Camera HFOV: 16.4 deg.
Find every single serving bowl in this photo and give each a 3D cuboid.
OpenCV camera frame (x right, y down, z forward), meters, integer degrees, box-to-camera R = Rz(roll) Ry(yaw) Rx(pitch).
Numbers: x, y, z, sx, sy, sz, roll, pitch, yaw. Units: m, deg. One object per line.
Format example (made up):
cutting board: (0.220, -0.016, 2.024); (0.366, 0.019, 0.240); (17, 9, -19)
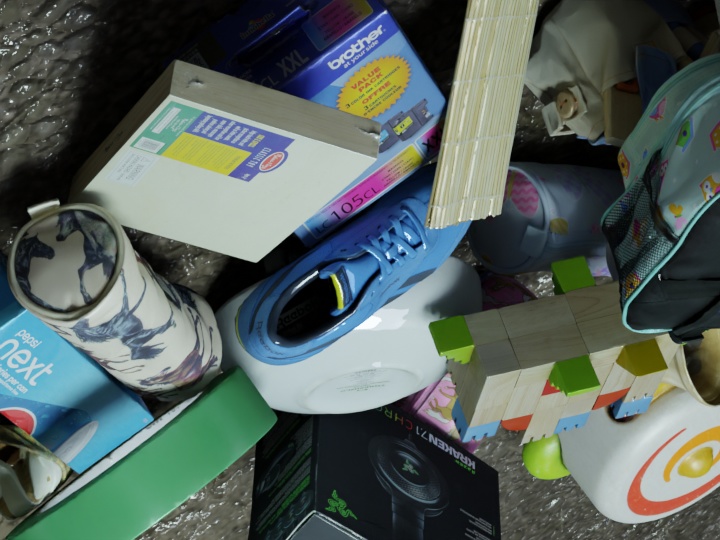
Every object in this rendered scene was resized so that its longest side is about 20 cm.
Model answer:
serving bowl: (-0.005, 0.056, 1.770); (0.200, 0.066, 0.200); (-11, 157, -5)

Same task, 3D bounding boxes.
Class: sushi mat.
sushi mat: (0.085, -0.124, 1.628); (0.096, 0.012, 0.200); (-18, 122, -58)

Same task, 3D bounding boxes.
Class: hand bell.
hand bell: (0.185, 0.063, 1.960); (0.200, 0.104, 0.104); (-7, 164, 33)

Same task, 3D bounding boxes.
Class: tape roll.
tape roll: (-0.150, 0.142, 1.706); (0.200, 0.048, 0.200); (-37, -178, 2)

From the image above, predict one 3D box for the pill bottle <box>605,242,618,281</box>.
pill bottle: (0.260, -0.061, 1.817); (0.109, 0.109, 0.200); (99, 17, -50)

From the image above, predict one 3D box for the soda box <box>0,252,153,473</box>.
soda box: (-0.215, 0.061, 1.648); (0.068, 0.064, 0.200); (-36, 148, 2)

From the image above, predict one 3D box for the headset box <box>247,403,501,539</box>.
headset box: (0.011, 0.195, 1.850); (0.174, 0.200, 0.093); (33, 117, -16)

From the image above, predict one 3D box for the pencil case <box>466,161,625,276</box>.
pencil case: (0.168, -0.033, 1.857); (0.200, 0.091, 0.083); (4, 132, -45)

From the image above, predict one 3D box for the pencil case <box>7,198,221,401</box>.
pencil case: (-0.157, 0.020, 1.602); (0.078, 0.090, 0.200); (-33, 155, 4)

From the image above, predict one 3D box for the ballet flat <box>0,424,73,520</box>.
ballet flat: (-0.254, 0.137, 1.713); (0.071, 0.071, 0.200); (-42, 148, 11)

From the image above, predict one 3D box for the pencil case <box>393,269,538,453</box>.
pencil case: (0.074, 0.095, 1.949); (0.086, 0.083, 0.200); (29, 122, -8)

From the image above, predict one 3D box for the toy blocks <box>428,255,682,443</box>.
toy blocks: (0.139, 0.070, 1.766); (0.200, 0.100, 0.137); (-12, 152, -16)

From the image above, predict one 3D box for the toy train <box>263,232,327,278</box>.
toy train: (0.000, 0.000, 1.787); (0.034, 0.046, 0.200); (-27, 153, 33)

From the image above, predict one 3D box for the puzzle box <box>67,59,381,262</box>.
puzzle box: (-0.085, -0.062, 1.509); (0.133, 0.025, 0.200); (17, 156, -19)

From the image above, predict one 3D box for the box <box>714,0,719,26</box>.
box: (0.283, -0.172, 1.713); (0.041, 0.156, 0.200); (-15, 154, 17)

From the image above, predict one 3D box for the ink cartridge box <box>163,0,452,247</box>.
ink cartridge box: (-0.031, -0.116, 1.572); (0.136, 0.076, 0.200); (-37, 147, 3)

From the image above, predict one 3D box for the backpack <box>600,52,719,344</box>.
backpack: (0.262, -0.056, 1.590); (0.176, 0.154, 0.200); (4, 153, -18)

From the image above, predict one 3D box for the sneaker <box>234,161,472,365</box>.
sneaker: (0.007, -0.004, 1.647); (0.200, 0.066, 0.078); (-36, -173, -15)

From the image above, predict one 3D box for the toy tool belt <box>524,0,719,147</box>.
toy tool belt: (0.215, -0.129, 1.739); (0.200, 0.123, 0.125); (-5, 138, -40)

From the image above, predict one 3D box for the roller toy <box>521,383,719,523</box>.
roller toy: (0.249, 0.115, 2.084); (0.182, 0.140, 0.200); (-8, 139, -38)
